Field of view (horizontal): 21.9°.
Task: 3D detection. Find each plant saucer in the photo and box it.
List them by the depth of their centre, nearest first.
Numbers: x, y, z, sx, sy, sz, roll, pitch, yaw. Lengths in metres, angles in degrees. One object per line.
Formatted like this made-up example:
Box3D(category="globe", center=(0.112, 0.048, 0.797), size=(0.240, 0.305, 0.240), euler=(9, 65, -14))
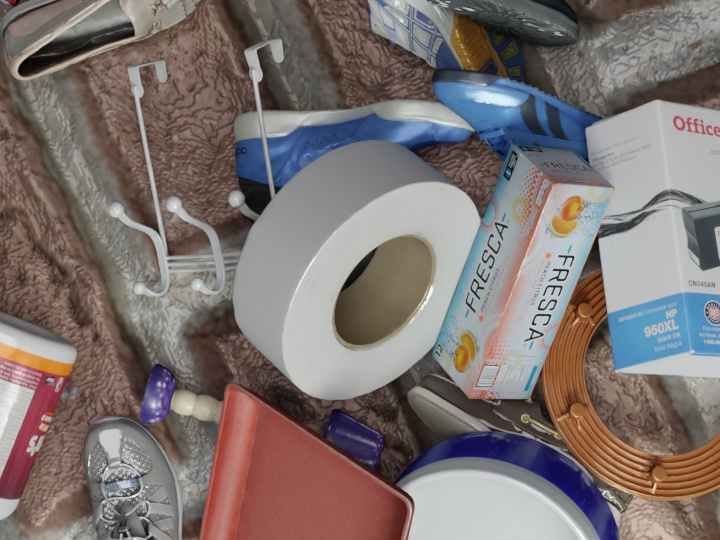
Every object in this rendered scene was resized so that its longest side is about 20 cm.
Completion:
Box3D(category="plant saucer", center=(-0.041, 0.211, 1.469), size=(0.199, 0.037, 0.201), euler=(30, 123, 33))

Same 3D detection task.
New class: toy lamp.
Box3D(category="toy lamp", center=(-0.080, 0.128, 1.530), size=(0.199, 0.058, 0.058), euler=(13, 90, 3))

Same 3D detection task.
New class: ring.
Box3D(category="ring", center=(0.244, 0.085, 1.504), size=(0.200, 0.019, 0.201), euler=(3, 74, -10))

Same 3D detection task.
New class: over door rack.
Box3D(category="over door rack", center=(-0.133, -0.081, 1.498), size=(0.147, 0.067, 0.201), euler=(-3, 89, 38))

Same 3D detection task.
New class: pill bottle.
Box3D(category="pill bottle", center=(-0.315, 0.135, 1.514), size=(0.109, 0.110, 0.201), euler=(22, 90, 3))

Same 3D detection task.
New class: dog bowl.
Box3D(category="dog bowl", center=(0.103, 0.232, 1.472), size=(0.199, 0.079, 0.201), euler=(6, 112, 17))

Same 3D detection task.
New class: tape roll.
Box3D(category="tape roll", center=(0.000, 0.000, 1.457), size=(0.203, 0.202, 0.071), euler=(-51, 53, 1))

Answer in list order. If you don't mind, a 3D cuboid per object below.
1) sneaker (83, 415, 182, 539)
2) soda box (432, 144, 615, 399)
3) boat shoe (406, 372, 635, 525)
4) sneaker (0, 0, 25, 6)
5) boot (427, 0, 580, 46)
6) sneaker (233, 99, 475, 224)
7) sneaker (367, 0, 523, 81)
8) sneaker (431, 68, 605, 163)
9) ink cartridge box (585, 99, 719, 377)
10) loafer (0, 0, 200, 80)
Box3D(category="sneaker", center=(-0.179, 0.215, 1.519), size=(0.075, 0.082, 0.201), euler=(-17, 88, 2))
Box3D(category="soda box", center=(0.126, 0.003, 1.468), size=(0.063, 0.068, 0.200), euler=(3, 120, -32))
Box3D(category="boat shoe", center=(0.133, 0.137, 1.517), size=(0.200, 0.072, 0.060), euler=(31, 70, 9))
Box3D(category="sneaker", center=(-0.328, -0.283, 1.541), size=(0.199, 0.071, 0.113), euler=(9, 86, 0))
Box3D(category="boot", center=(0.129, -0.296, 1.489), size=(0.165, 0.066, 0.201), euler=(18, 78, -41))
Box3D(category="sneaker", center=(-0.003, -0.077, 1.519), size=(0.199, 0.077, 0.112), euler=(-3, 85, 5))
Box3D(category="sneaker", center=(0.057, -0.208, 1.532), size=(0.088, 0.075, 0.200), euler=(-22, 108, 44))
Box3D(category="sneaker", center=(0.138, -0.101, 1.487), size=(0.200, 0.066, 0.079), euler=(21, 87, -28))
Box3D(category="ink cartridge box", center=(0.262, -0.022, 1.454), size=(0.144, 0.084, 0.201), euler=(4, 74, -39))
Box3D(category="loafer", center=(-0.200, -0.208, 1.527), size=(0.199, 0.072, 0.063), euler=(-21, 45, 7))
